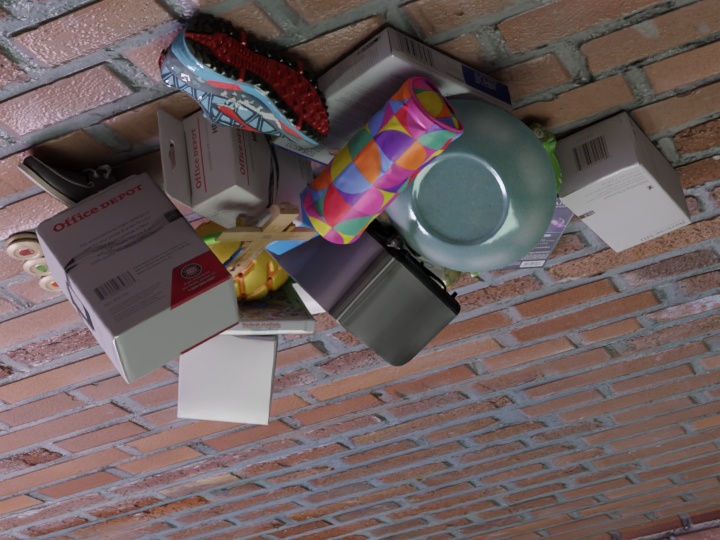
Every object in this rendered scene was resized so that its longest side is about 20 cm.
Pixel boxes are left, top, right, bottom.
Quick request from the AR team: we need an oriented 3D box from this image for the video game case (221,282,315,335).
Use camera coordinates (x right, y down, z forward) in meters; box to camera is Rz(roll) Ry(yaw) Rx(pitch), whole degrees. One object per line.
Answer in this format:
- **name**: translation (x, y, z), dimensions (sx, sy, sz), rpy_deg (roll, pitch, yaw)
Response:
- **video game case**: translation (-0.167, 0.038, 1.749), dimensions (0.181, 0.200, 0.023), rpy_deg (-1, 109, -16)

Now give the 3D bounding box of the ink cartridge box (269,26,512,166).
- **ink cartridge box**: translation (0.032, -0.174, 1.511), dimensions (0.199, 0.041, 0.199), rpy_deg (18, 143, -42)

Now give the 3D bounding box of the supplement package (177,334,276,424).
- **supplement package**: translation (-0.169, 0.104, 1.781), dimensions (0.120, 0.200, 0.121), rpy_deg (5, 108, -2)

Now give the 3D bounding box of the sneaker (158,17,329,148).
- **sneaker**: translation (-0.120, -0.185, 1.407), dimensions (0.199, 0.080, 0.095), rpy_deg (32, 142, -31)

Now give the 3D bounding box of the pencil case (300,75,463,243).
- **pencil case**: translation (0.021, -0.114, 1.442), dimensions (0.088, 0.089, 0.200), rpy_deg (17, 131, -41)

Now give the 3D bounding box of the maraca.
- **maraca**: translation (-0.132, -0.014, 1.708), dimensions (0.199, 0.108, 0.137), rpy_deg (8, 156, -33)

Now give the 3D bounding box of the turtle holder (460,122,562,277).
- **turtle holder**: translation (0.149, -0.089, 1.581), dimensions (0.185, 0.132, 0.141), rpy_deg (-33, -177, 18)

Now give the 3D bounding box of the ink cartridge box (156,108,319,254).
- **ink cartridge box**: translation (-0.132, -0.109, 1.507), dimensions (0.068, 0.117, 0.200), rpy_deg (-24, 150, 26)

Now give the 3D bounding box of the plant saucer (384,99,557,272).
- **plant saucer**: translation (0.111, -0.084, 1.481), dimensions (0.200, 0.202, 0.039), rpy_deg (-21, -165, 25)

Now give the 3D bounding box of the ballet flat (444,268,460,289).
- **ballet flat**: translation (0.068, 0.039, 1.912), dimensions (0.070, 0.071, 0.200), rpy_deg (12, 144, -35)

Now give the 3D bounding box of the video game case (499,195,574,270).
- **video game case**: translation (0.206, -0.053, 1.835), dimensions (0.142, 0.019, 0.200), rpy_deg (-3, 152, -12)

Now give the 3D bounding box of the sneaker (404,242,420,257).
- **sneaker**: translation (0.138, -0.079, 1.694), dimensions (0.199, 0.080, 0.075), rpy_deg (-22, 151, 23)

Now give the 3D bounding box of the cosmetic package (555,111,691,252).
- **cosmetic package**: translation (0.323, -0.106, 1.693), dimensions (0.112, 0.082, 0.200), rpy_deg (-24, 149, 25)

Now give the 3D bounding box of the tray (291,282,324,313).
- **tray**: translation (-0.114, 0.038, 1.913), dimensions (0.198, 0.022, 0.108), rpy_deg (-9, 153, 2)

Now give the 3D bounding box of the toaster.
- **toaster**: translation (0.000, 0.000, 1.619), dimensions (0.119, 0.181, 0.200), rpy_deg (-48, 141, 1)

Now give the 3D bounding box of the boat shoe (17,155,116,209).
- **boat shoe**: translation (-0.306, -0.095, 1.572), dimensions (0.200, 0.073, 0.063), rpy_deg (31, 91, -45)

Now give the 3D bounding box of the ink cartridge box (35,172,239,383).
- **ink cartridge box**: translation (-0.245, 0.004, 1.495), dimensions (0.145, 0.200, 0.084), rpy_deg (-29, 142, -19)

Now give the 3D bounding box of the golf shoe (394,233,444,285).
- **golf shoe**: translation (0.017, -0.007, 1.781), dimensions (0.198, 0.098, 0.078), rpy_deg (-2, 155, -9)

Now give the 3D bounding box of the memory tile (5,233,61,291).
- **memory tile**: translation (-0.334, -0.022, 1.733), dimensions (0.198, 0.017, 0.153), rpy_deg (-12, 154, 6)

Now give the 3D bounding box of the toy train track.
- **toy train track**: translation (-0.123, -0.034, 1.497), dimensions (0.114, 0.033, 0.200), rpy_deg (-1, 157, -32)
